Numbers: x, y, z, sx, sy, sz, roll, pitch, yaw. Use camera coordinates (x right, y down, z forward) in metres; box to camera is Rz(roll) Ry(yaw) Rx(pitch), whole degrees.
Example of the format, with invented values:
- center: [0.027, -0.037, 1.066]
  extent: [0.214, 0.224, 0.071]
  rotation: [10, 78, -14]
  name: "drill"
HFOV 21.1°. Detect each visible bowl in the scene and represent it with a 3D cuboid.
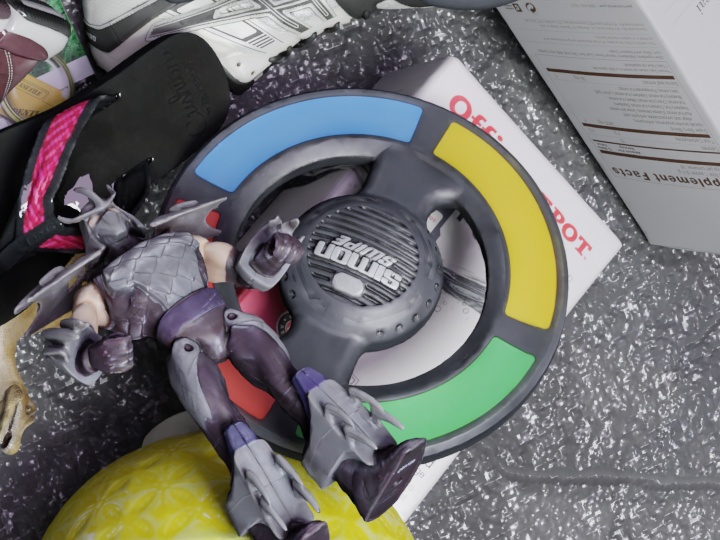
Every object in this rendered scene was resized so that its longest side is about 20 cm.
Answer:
- center: [-0.066, 0.131, 0.936]
  extent: [0.199, 0.200, 0.108]
  rotation: [13, 50, -24]
  name: "bowl"

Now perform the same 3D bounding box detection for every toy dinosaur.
- center: [-0.168, -0.017, 0.933]
  extent: [0.101, 0.058, 0.201]
  rotation: [26, 76, -38]
  name: "toy dinosaur"

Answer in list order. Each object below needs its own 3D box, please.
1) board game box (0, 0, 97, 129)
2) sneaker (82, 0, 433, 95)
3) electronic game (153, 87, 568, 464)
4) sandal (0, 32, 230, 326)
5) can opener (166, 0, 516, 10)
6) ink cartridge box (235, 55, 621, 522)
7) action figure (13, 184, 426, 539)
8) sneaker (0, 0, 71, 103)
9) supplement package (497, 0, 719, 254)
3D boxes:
- center: [-0.215, -0.052, 0.943]
  extent: [0.199, 0.023, 0.105]
  rotation: [-29, 98, -24]
  name: "board game box"
- center: [-0.046, -0.135, 0.999]
  extent: [0.199, 0.076, 0.088]
  rotation: [-1, 100, -9]
  name: "sneaker"
- center: [0.000, 0.000, 0.913]
  extent: [0.199, 0.042, 0.201]
  rotation: [3, 62, -5]
  name: "electronic game"
- center: [-0.127, -0.047, 0.898]
  extent: [0.200, 0.045, 0.075]
  rotation: [-44, 122, -30]
  name: "sandal"
- center: [0.000, -0.147, 0.938]
  extent: [0.199, 0.053, 0.067]
  rotation: [-13, 101, -6]
  name: "can opener"
- center: [0.019, 0.008, 1.015]
  extent: [0.145, 0.084, 0.200]
  rotation: [46, 70, -16]
  name: "ink cartridge box"
- center: [-0.063, 0.032, 0.834]
  extent: [0.130, 0.070, 0.200]
  rotation: [-34, 69, -23]
  name: "action figure"
- center: [-0.221, -0.091, 0.852]
  extent: [0.116, 0.076, 0.200]
  rotation: [-53, 150, 14]
  name: "sneaker"
- center: [0.187, -0.117, 1.056]
  extent: [0.121, 0.119, 0.200]
  rotation: [-51, 123, -20]
  name: "supplement package"
